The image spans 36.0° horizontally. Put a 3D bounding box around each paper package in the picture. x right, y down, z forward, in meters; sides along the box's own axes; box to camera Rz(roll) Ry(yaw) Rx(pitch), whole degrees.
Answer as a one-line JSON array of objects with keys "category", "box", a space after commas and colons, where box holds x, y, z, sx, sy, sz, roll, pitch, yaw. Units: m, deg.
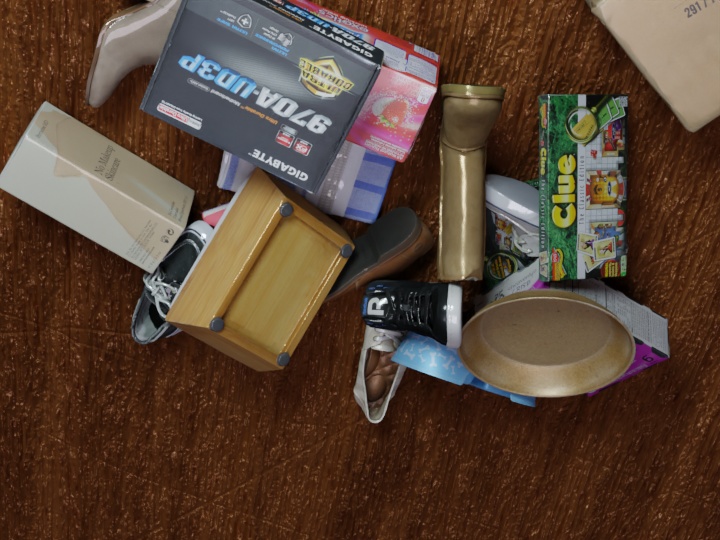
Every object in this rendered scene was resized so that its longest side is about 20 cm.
[{"category": "paper package", "box": [0.358, -0.271, 1.119, 0.200, 0.104, 0.191, -37, 111, 21]}]

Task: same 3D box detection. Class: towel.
[{"category": "towel", "box": [-0.058, -0.132, 1.267, 0.199, 0.024, 0.147, 14, 123, -9]}]

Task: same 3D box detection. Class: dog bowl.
[{"category": "dog bowl", "box": [0.134, 0.117, 1.369, 0.199, 0.111, 0.050, 19, 88, -26]}]

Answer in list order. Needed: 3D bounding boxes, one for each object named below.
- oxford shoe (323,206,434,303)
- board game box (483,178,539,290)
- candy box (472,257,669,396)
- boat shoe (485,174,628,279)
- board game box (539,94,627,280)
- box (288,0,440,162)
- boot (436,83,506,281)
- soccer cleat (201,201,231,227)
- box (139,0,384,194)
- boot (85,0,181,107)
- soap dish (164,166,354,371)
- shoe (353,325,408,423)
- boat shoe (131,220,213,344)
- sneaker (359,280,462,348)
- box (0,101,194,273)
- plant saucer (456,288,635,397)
[{"category": "oxford shoe", "box": [0.000, 0.000, 1.330, 0.199, 0.072, 0.071, -26, 143, 22]}, {"category": "board game box", "box": [0.197, -0.014, 1.342, 0.104, 0.023, 0.201, -13, 121, 6]}, {"category": "candy box", "box": [0.251, 0.069, 1.323, 0.200, 0.061, 0.136, 27, 140, -24]}, {"category": "boat shoe", "box": [0.210, -0.043, 1.274, 0.199, 0.071, 0.070, 22, 117, -21]}, {"category": "board game box", "box": [0.244, -0.091, 1.213, 0.104, 0.023, 0.201, -4, 97, -21]}, {"category": "box", "box": [-0.024, -0.206, 1.164, 0.199, 0.100, 0.096, 21, 120, -7]}, {"category": "boot", "box": [0.114, -0.088, 1.166, 0.066, 0.175, 0.201, 2, 91, 3]}, {"category": "soccer cleat", "box": [-0.144, 0.010, 1.332, 0.076, 0.067, 0.201, -6, 119, -9]}, {"category": "box", "box": [-0.098, -0.188, 1.097, 0.199, 0.046, 0.159, 26, 121, -8]}, {"category": "boot", "box": [-0.200, -0.243, 1.170, 0.146, 0.070, 0.201, 16, 122, -12]}, {"category": "soap dish", "box": [-0.107, 0.006, 1.253, 0.157, 0.081, 0.200, 35, 84, -43]}, {"category": "shoe", "box": [0.035, 0.107, 1.403, 0.070, 0.053, 0.201, 9, 123, -6]}, {"category": "boat shoe", "box": [-0.225, 0.020, 1.311, 0.074, 0.068, 0.199, 51, 136, 8]}, {"category": "sneaker", "box": [0.055, 0.048, 1.253, 0.111, 0.200, 0.073, 2, 90, 0]}, {"category": "box", "box": [-0.296, -0.093, 1.253, 0.200, 0.095, 0.078, 31, 118, -20]}, {"category": "plant saucer", "box": [0.210, 0.077, 1.259, 0.199, 0.036, 0.201, 5, 142, 4]}]
